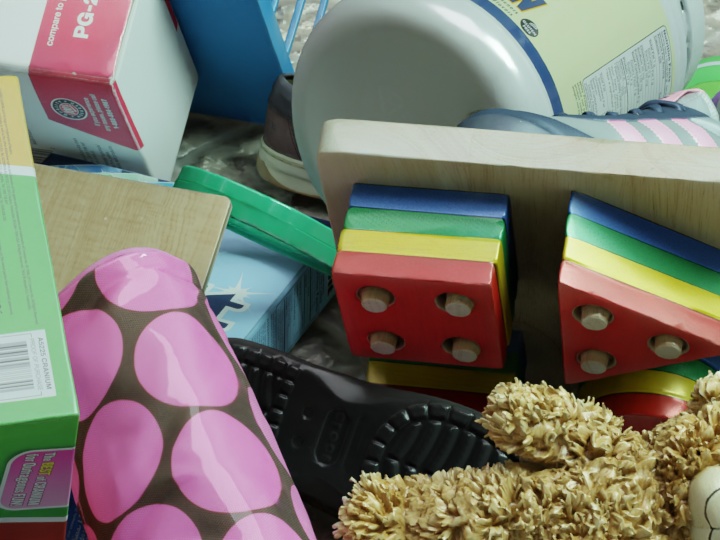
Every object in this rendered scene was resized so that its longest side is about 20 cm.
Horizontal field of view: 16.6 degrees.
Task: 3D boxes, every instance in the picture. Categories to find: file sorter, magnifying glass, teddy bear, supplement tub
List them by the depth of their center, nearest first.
[{"bbox_3d":[0.088,0.112,1.002,0.199,0.146,0.067,1,-8,-1],"label":"teddy bear"},{"bbox_3d":[0.000,0.000,1.192,0.199,0.022,0.080,24,-5,-13],"label":"magnifying glass"},{"bbox_3d":[0.074,-0.099,1.230,0.145,0.146,0.200,20,33,26],"label":"supplement tub"},{"bbox_3d":[-0.097,-0.184,1.362,0.138,0.200,0.123,11,68,13],"label":"file sorter"}]

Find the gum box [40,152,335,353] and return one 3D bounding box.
[{"bbox_3d":[-0.125,0.021,1.213,0.169,0.045,0.200,14,33,18],"label":"gum box"}]

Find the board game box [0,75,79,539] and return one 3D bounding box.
[{"bbox_3d":[-0.150,0.041,0.994,0.040,0.200,0.154,-6,61,-14],"label":"board game box"}]

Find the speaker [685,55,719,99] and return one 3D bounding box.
[{"bbox_3d":[0.182,-0.035,1.281,0.088,0.089,0.200,8,33,9],"label":"speaker"}]

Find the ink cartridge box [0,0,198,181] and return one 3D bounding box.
[{"bbox_3d":[-0.202,-0.115,1.316,0.199,0.145,0.085,9,68,11],"label":"ink cartridge box"}]

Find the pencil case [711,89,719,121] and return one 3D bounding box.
[{"bbox_3d":[0.248,-0.025,1.198,0.200,0.084,0.085,58,12,15],"label":"pencil case"}]

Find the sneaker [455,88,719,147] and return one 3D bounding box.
[{"bbox_3d":[0.124,-0.050,1.122,0.199,0.070,0.082,19,65,-30],"label":"sneaker"}]

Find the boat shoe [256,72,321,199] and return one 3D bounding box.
[{"bbox_3d":[0.042,-0.068,1.341,0.199,0.065,0.072,9,31,9],"label":"boat shoe"}]

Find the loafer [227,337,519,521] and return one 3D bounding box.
[{"bbox_3d":[0.016,0.084,1.091,0.199,0.073,0.071,27,-1,18],"label":"loafer"}]

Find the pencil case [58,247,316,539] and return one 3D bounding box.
[{"bbox_3d":[-0.079,0.092,1.020,0.091,0.094,0.200,25,33,-48],"label":"pencil case"}]

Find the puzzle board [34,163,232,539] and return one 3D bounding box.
[{"bbox_3d":[-0.155,0.044,1.117,0.150,0.017,0.201,10,65,14],"label":"puzzle board"}]

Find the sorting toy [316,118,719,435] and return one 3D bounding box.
[{"bbox_3d":[0.085,0.025,1.097,0.198,0.200,0.070,5,58,11],"label":"sorting toy"}]
